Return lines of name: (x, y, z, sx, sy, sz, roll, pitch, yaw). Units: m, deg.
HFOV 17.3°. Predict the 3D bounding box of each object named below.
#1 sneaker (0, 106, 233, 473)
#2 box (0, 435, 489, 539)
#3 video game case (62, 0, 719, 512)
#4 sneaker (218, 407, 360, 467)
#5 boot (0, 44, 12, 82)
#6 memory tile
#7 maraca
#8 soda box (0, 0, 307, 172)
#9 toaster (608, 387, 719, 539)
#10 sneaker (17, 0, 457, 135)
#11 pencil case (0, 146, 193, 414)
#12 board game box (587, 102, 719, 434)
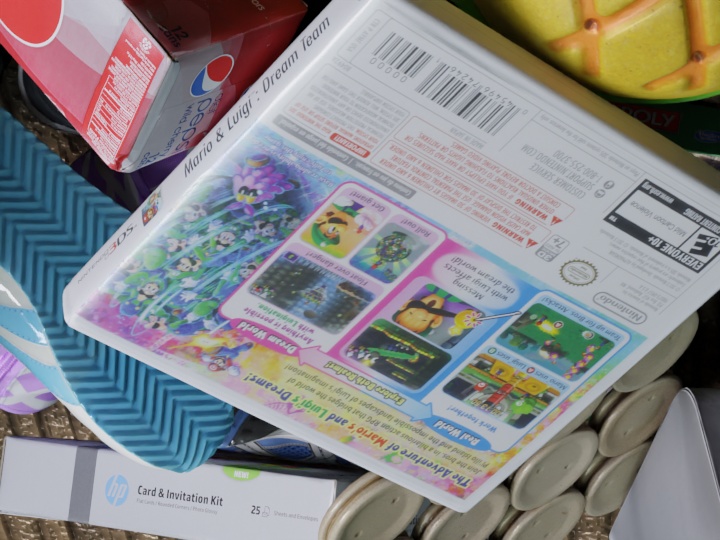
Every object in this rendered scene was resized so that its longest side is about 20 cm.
sneaker: (-0.130, 0.003, 0.984, 0.200, 0.077, 0.081, 48, 158, -6)
box: (-0.048, 0.109, 1.129, 0.200, 0.041, 0.156, 5, 177, 37)
video game case: (0.023, -0.003, 0.872, 0.200, 0.024, 0.182, 28, 122, -31)
sneaker: (-0.018, 0.052, 1.089, 0.199, 0.076, 0.077, 10, 178, -9)
boot: (-0.226, -0.113, 0.977, 0.168, 0.077, 0.200, 30, 133, -13)
memory tile: (0.062, 0.096, 1.042, 0.017, 0.200, 0.153, 48, 155, 29)
maraca: (0.082, -0.129, 0.830, 0.199, 0.107, 0.137, 14, 111, -14)
soda box: (-0.113, -0.130, 0.843, 0.200, 0.070, 0.063, 49, 135, 17)
toaster: (0.221, 0.137, 1.078, 0.180, 0.119, 0.200, 0, 143, -11)
sneaker: (-0.052, -0.088, 0.915, 0.199, 0.114, 0.076, -6, 94, 15)
pencil case: (-0.116, -0.005, 1.072, 0.084, 0.086, 0.200, 31, 139, -18)
board game box: (0.083, -0.006, 1.053, 0.134, 0.029, 0.200, 11, 142, 5)
